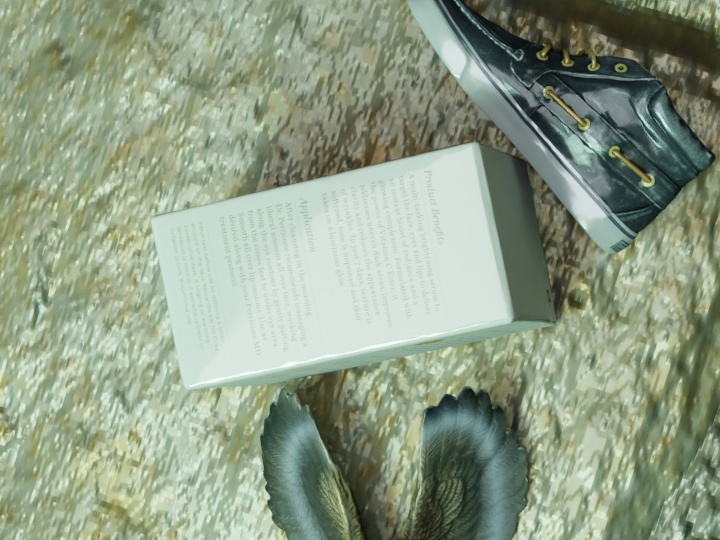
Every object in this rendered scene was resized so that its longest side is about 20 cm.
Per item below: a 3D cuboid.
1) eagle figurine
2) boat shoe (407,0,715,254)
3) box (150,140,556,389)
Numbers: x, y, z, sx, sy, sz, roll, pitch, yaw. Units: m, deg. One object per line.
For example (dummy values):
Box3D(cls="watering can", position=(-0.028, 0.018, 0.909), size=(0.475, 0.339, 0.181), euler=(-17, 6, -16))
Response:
Box3D(cls="eagle figurine", position=(0.015, 0.177, 1.521), size=(0.152, 0.151, 0.200), euler=(19, 57, -24))
Box3D(cls="boat shoe", position=(0.121, -0.112, 1.516), size=(0.091, 0.071, 0.200), euler=(-41, 87, 9))
Box3D(cls="box", position=(0.000, 0.000, 1.497), size=(0.200, 0.152, 0.106), euler=(-13, 85, 13))
